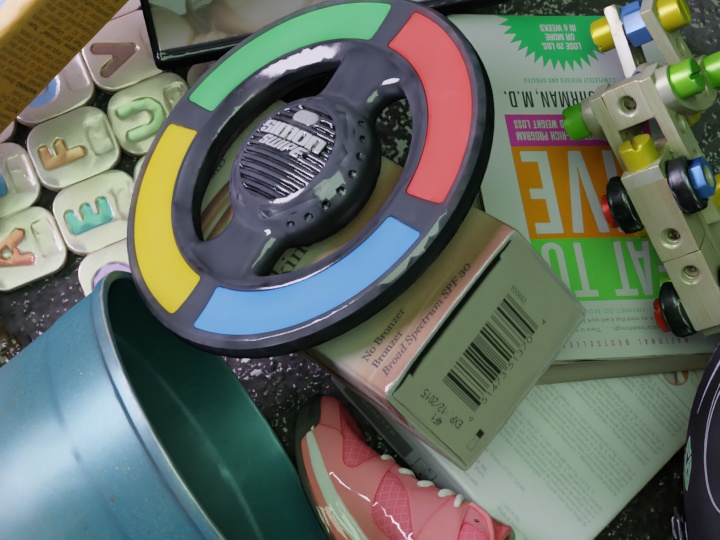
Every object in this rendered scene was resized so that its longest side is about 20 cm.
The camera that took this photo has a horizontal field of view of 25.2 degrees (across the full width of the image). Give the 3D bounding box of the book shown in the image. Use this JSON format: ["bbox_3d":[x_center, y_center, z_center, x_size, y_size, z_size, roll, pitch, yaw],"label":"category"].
[{"bbox_3d":[0.118,-0.042,0.877,0.133,0.048,0.201,-3,70,-17],"label":"book"}]

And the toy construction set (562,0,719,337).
[{"bbox_3d":[0.178,-0.042,0.832,0.092,0.131,0.200,-37,100,32],"label":"toy construction set"}]

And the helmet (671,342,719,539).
[{"bbox_3d":[0.253,0.083,0.742,0.199,0.200,0.192,19,80,1],"label":"helmet"}]

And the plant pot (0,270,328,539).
[{"bbox_3d":[-0.140,0.134,0.785,0.187,0.200,0.201,-33,82,6],"label":"plant pot"}]

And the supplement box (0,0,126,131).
[{"bbox_3d":[-0.167,-0.146,0.810,0.200,0.069,0.067,-46,73,8],"label":"supplement box"}]

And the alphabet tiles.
[{"bbox_3d":[-0.139,-0.078,0.908,0.195,0.015,0.201,-23,82,-6],"label":"alphabet tiles"}]

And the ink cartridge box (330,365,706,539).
[{"bbox_3d":[0.108,0.050,0.888,0.200,0.047,0.160,-41,83,-22],"label":"ink cartridge box"}]

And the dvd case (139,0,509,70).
[{"bbox_3d":[-0.028,-0.194,0.867,0.199,0.018,0.144,-13,79,-10],"label":"dvd case"}]

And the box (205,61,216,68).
[{"bbox_3d":[-0.065,-0.205,0.906,0.116,0.060,0.201,-24,81,-13],"label":"box"}]

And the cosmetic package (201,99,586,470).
[{"bbox_3d":[0.000,0.000,0.808,0.200,0.087,0.104,30,80,44],"label":"cosmetic package"}]

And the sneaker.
[{"bbox_3d":[0.033,0.139,0.823,0.086,0.074,0.201,-27,56,-1],"label":"sneaker"}]

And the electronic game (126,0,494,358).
[{"bbox_3d":[-0.028,-0.049,0.771,0.199,0.042,0.201,-18,51,23],"label":"electronic game"}]
